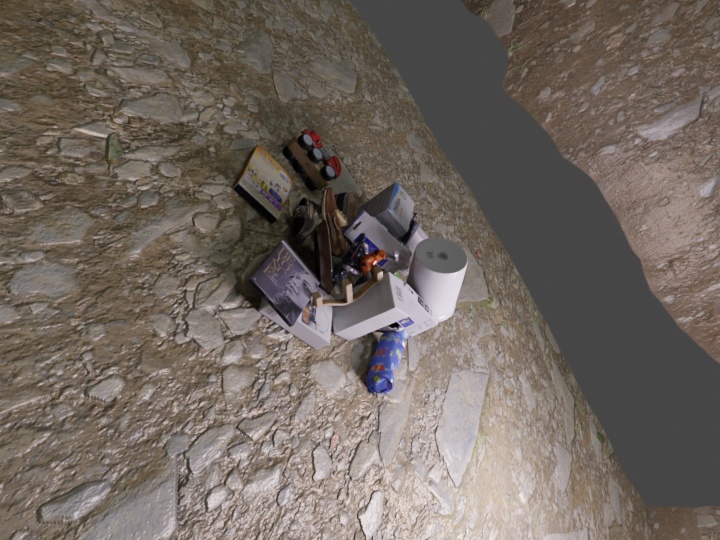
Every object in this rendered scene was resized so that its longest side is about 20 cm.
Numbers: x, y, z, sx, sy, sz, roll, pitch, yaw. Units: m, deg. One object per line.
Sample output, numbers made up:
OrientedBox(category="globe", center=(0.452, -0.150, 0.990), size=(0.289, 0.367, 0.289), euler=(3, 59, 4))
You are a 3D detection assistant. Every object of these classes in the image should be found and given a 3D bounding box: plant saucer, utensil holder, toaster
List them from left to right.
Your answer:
OrientedBox(category="plant saucer", center=(-0.102, -0.035, 1.457), size=(0.032, 0.201, 0.201), euler=(-5, 60, -10))
OrientedBox(category="toaster", center=(0.150, -0.082, 1.799), size=(0.129, 0.200, 0.114), euler=(42, -7, -39))
OrientedBox(category="utensil holder", center=(0.223, 0.026, 1.629), size=(0.169, 0.201, 0.170), euler=(5, 44, -5))

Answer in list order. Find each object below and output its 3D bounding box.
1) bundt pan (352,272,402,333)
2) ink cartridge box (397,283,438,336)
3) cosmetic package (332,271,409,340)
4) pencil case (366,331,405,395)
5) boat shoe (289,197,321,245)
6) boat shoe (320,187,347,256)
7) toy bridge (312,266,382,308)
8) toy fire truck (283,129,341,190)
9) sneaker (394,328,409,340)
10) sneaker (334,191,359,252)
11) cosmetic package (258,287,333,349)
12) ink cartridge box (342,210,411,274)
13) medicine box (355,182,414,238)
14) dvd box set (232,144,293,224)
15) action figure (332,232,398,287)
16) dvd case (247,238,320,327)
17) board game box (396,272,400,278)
OrientedBox(category="bundt pan", center=(0.048, 0.098, 1.633), size=(0.202, 0.076, 0.203), euler=(37, 38, -35))
OrientedBox(category="ink cartridge box", center=(0.129, 0.104, 1.579), size=(0.200, 0.099, 0.039), euler=(46, 32, -27))
OrientedBox(category="cosmetic package", center=(0.020, 0.099, 1.463), size=(0.081, 0.199, 0.113), euler=(32, 42, -48))
OrientedBox(category="pencil case", center=(0.074, 0.260, 1.531), size=(0.087, 0.078, 0.200), euler=(57, 29, -20))
OrientedBox(category="boat shoe", center=(-0.166, -0.141, 1.528), size=(0.073, 0.074, 0.200), euler=(38, 26, -17))
OrientedBox(category="boat shoe", center=(-0.074, -0.140, 1.582), size=(0.076, 0.073, 0.201), euler=(-64, 152, -82))
OrientedBox(category="toy bridge", center=(-0.033, 0.054, 1.388), size=(0.027, 0.199, 0.067), euler=(48, -28, 42))
OrientedBox(category="toy fire truck", center=(-0.136, -0.365, 1.730), size=(0.176, 0.128, 0.200), euler=(53, 40, -14))
OrientedBox(category="sneaker", center=(0.156, 0.152, 1.763), size=(0.200, 0.078, 0.090), euler=(-51, 134, -44))
OrientedBox(category="sneaker", center=(-0.073, -0.145, 1.681), size=(0.070, 0.108, 0.201), euler=(21, 78, -52))
OrientedBox(category="cosmetic package", center=(-0.155, 0.084, 1.360), size=(0.200, 0.052, 0.151), euler=(39, 33, -33))
OrientedBox(category="ink cartridge box", center=(0.051, -0.083, 1.633), size=(0.200, 0.099, 0.039), euler=(43, 17, -11))
OrientedBox(category="medicine box", center=(0.059, -0.158, 1.746), size=(0.103, 0.200, 0.183), euler=(46, 33, -20))
OrientedBox(category="dvd box set", center=(-0.262, -0.238, 1.489), size=(0.146, 0.029, 0.201), euler=(43, 35, -28))
OrientedBox(category="action figure", center=(0.000, 0.000, 1.549), size=(0.105, 0.193, 0.200), euler=(44, 76, -31))
OrientedBox(category="dvd case", center=(-0.177, 0.025, 1.310), size=(0.149, 0.016, 0.200), euler=(51, 30, -14))
OrientedBox(category="board game box", center=(0.098, 0.013, 1.835), size=(0.095, 0.030, 0.201), euler=(21, 46, -48))
